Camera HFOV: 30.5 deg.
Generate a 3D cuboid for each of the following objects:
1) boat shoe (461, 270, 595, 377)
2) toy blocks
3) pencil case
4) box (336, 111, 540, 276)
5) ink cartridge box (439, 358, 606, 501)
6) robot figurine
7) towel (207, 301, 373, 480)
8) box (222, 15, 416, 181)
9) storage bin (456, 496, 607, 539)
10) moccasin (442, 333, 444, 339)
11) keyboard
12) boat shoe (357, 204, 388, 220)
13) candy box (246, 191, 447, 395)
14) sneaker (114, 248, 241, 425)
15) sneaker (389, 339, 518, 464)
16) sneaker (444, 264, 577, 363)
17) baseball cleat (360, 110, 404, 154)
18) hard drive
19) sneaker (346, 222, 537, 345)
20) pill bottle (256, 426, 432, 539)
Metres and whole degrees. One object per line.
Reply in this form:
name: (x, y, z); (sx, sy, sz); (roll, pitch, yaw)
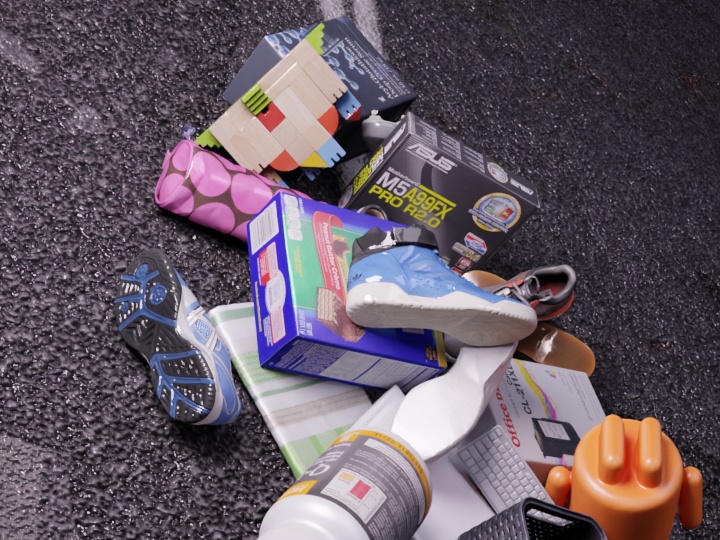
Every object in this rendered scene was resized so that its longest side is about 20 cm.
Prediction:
boat shoe: (0.201, 0.076, 1.641); (0.199, 0.071, 0.070); (39, -4, 7)
toy blocks: (-0.074, -0.163, 1.517); (0.137, 0.200, 0.100); (47, 1, -10)
pencil case: (-0.125, -0.075, 1.452); (0.198, 0.092, 0.094); (26, 1, -26)
box: (0.092, -0.082, 1.611); (0.198, 0.160, 0.045); (27, 36, -23)
ink cartridge box: (0.189, 0.182, 1.487); (0.198, 0.083, 0.147); (13, 44, -38)
robot figurine: (0.277, 0.238, 1.389); (0.143, 0.202, 0.117); (-25, 50, -20)
towel: (-0.063, 0.119, 1.354); (0.148, 0.031, 0.201); (-7, 60, -47)
box: (-0.048, -0.221, 1.668); (0.149, 0.107, 0.199); (48, 34, 8)
storage bin: (0.180, 0.336, 1.270); (0.134, 0.093, 0.202); (23, 44, -37)
moccasin: (0.072, 0.030, 1.548); (0.080, 0.068, 0.202); (19, 40, -31)
keyboard: (0.176, 0.254, 1.376); (0.201, 0.056, 0.011); (55, 7, -10)
boat shoe: (0.000, 0.000, 1.514); (0.073, 0.060, 0.201); (34, 35, -16)
candy box: (-0.013, 0.027, 1.386); (0.198, 0.077, 0.171); (14, 55, -36)
sneaker: (-0.174, 0.068, 1.264); (0.077, 0.075, 0.202); (32, 28, -56)
sneaker: (0.100, 0.138, 1.362); (0.075, 0.089, 0.200); (32, 58, 20)
sneaker: (0.171, 0.038, 1.564); (0.198, 0.082, 0.078); (-27, 74, -18)
baseball cleat: (0.057, -0.122, 1.648); (0.199, 0.069, 0.108); (24, 74, -56)
hard drive: (0.064, 0.226, 1.335); (0.201, 0.027, 0.132); (52, 34, 0)
sneaker: (0.084, 0.007, 1.343); (0.197, 0.077, 0.113); (7, 57, -7)
pill bottle: (-0.021, 0.232, 1.183); (0.116, 0.117, 0.200); (45, 33, 4)
